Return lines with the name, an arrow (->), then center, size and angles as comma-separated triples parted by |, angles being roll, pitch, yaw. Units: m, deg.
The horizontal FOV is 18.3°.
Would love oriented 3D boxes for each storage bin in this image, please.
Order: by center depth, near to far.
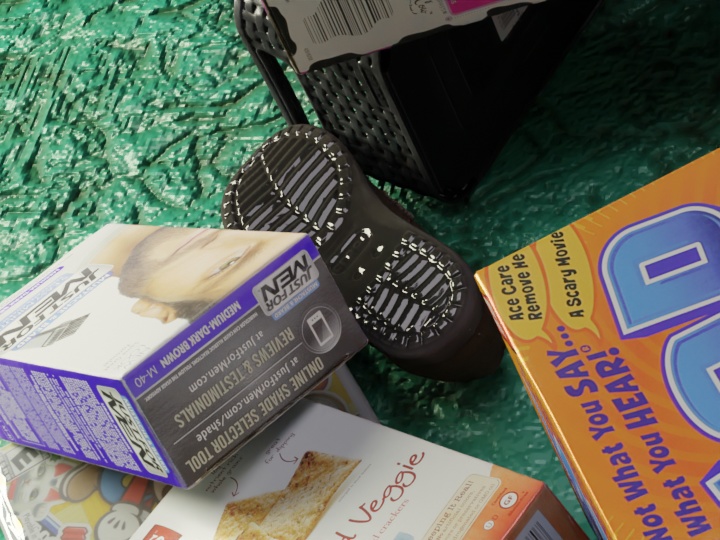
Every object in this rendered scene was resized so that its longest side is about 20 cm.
storage bin -> 0.043, -0.151, 1.117 | 0.093, 0.135, 0.200 | 19, 63, 33

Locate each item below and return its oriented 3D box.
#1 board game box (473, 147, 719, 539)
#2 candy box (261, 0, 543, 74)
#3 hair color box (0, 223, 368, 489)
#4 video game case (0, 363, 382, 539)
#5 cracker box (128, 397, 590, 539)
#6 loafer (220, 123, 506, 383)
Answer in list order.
board game box -> 0.191, 0.080, 0.834 | 0.199, 0.200, 0.200 | -27, 49, 1
candy box -> 0.050, -0.181, 1.005 | 0.199, 0.061, 0.137 | -16, 51, 10
hair color box -> -0.098, 0.033, 1.015 | 0.109, 0.065, 0.200 | -38, 23, -25
video game case -> -0.069, 0.116, 1.032 | 0.182, 0.023, 0.200 | -30, 48, -2
cracker box -> -0.014, 0.129, 0.910 | 0.134, 0.058, 0.200 | -51, 33, -18
loafer -> 0.000, 0.000, 1.065 | 0.073, 0.071, 0.200 | -44, 43, 0
